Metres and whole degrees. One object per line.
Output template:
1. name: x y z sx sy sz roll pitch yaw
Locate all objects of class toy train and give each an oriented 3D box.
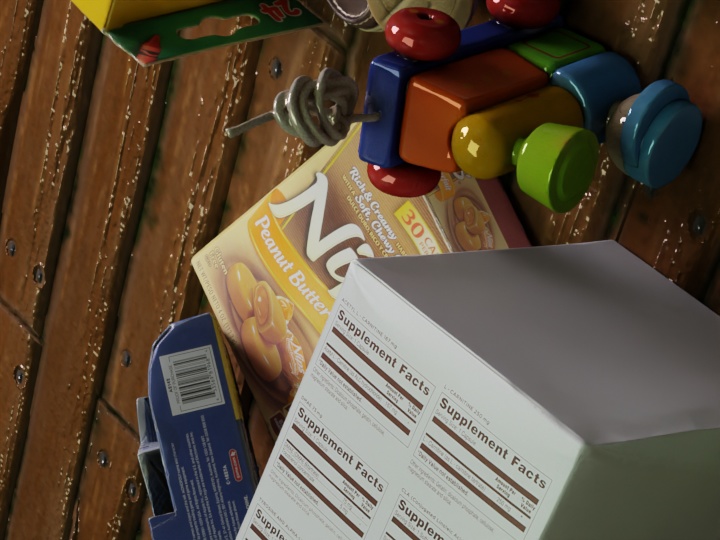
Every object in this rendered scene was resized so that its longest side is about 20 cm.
1. toy train: 0.051 -0.058 1.027 0.116 0.200 0.085 28 124 34

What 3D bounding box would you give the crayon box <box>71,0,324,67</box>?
1. crayon box: -0.117 -0.192 1.225 0.200 0.127 0.051 45 133 27

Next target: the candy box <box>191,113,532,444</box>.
1. candy box: 0.000 0.000 1.217 0.200 0.055 0.116 -37 75 50

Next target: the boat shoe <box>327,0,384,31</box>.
1. boat shoe: -0.039 -0.208 1.170 0.072 0.072 0.200 -26 84 50

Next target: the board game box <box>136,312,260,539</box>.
1. board game box: -0.081 0.137 1.290 0.200 0.062 0.200 99 158 -81

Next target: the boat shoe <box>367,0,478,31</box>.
1. boat shoe: 0.029 -0.209 1.093 0.074 0.069 0.200 6 114 15

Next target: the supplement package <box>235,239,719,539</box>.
1. supplement package: 0.068 0.110 1.049 0.147 0.191 0.200 39 117 34
